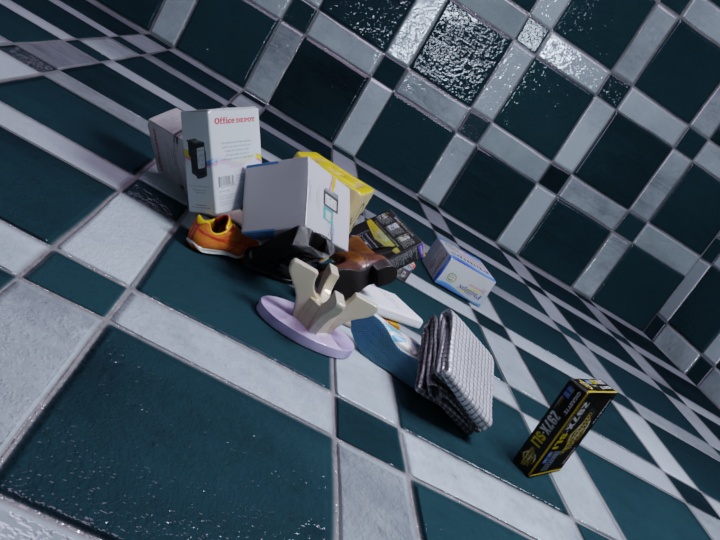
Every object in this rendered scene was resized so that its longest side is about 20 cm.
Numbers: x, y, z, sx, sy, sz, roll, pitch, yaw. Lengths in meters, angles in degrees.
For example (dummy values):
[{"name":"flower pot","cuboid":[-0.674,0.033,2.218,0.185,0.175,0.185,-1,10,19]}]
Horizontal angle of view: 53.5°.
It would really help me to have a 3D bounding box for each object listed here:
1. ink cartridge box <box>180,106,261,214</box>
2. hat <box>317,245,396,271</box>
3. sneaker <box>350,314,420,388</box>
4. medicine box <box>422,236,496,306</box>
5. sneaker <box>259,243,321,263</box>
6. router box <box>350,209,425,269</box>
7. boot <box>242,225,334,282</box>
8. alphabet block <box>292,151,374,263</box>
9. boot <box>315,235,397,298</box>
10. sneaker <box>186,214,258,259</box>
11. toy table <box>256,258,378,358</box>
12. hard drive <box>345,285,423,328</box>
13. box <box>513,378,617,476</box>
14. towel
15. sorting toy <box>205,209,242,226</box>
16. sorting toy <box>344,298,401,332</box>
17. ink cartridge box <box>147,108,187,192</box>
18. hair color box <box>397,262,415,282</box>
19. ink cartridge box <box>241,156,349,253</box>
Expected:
[{"name":"ink cartridge box","cuboid":[-0.275,-0.225,1.444,0.082,0.202,0.145,8,17,35]},{"name":"hat","cuboid":[0.000,0.000,1.713,0.201,0.199,0.082,-38,114,-74]},{"name":"sneaker","cuboid":[0.062,0.151,1.419,0.200,0.077,0.081,43,17,0]},{"name":"medicine box","cuboid":[0.317,0.001,2.324,0.181,0.103,0.200,28,15,-17]},{"name":"sneaker","cuboid":[-0.155,-0.055,1.644,0.199,0.105,0.076,-6,54,-20]},{"name":"router box","cuboid":[0.062,-0.075,1.965,0.200,0.156,0.052,52,-17,49]},{"name":"boot","cuboid":[-0.117,-0.031,1.419,0.164,0.199,0.066,8,72,-38]},{"name":"alphabet block","cuboid":[-0.107,-0.163,1.793,0.196,0.201,0.195,33,14,3]},{"name":"boot","cuboid":[-0.044,-0.023,1.540,0.187,0.069,0.200,-18,32,-22]},{"name":"sneaker","cuboid":[-0.263,-0.070,1.444,0.073,0.077,0.200,37,14,22]},{"name":"toy table","cuboid":[-0.075,0.068,1.317,0.199,0.118,0.184,26,17,-28]},{"name":"hard drive","cuboid":[0.033,0.066,1.584,0.199,0.027,0.132,22,15,-40]},{"name":"box","cuboid":[0.395,0.299,1.375,0.159,0.201,0.049,14,22,-50]},{"name":"towel","cuboid":[0.183,0.195,1.363,0.166,0.085,0.201,49,30,-24]},{"name":"sorting toy","cuboid":[-0.304,-0.164,1.663,0.179,0.107,0.200,-2,32,-31]},{"name":"sorting toy","cuboid":[0.008,0.084,1.583,0.184,0.037,0.200,27,17,-21]},{"name":"ink cartridge box","cuboid":[-0.370,-0.251,1.584,0.199,0.147,0.084,34,51,30]},{"name":"hair color box","cuboid":[0.088,-0.050,2.104,0.110,0.064,0.200,29,17,-16]},{"name":"ink cartridge box","cuboid":[-0.127,-0.124,1.472,0.146,0.147,0.200,-4,-14,23]}]
